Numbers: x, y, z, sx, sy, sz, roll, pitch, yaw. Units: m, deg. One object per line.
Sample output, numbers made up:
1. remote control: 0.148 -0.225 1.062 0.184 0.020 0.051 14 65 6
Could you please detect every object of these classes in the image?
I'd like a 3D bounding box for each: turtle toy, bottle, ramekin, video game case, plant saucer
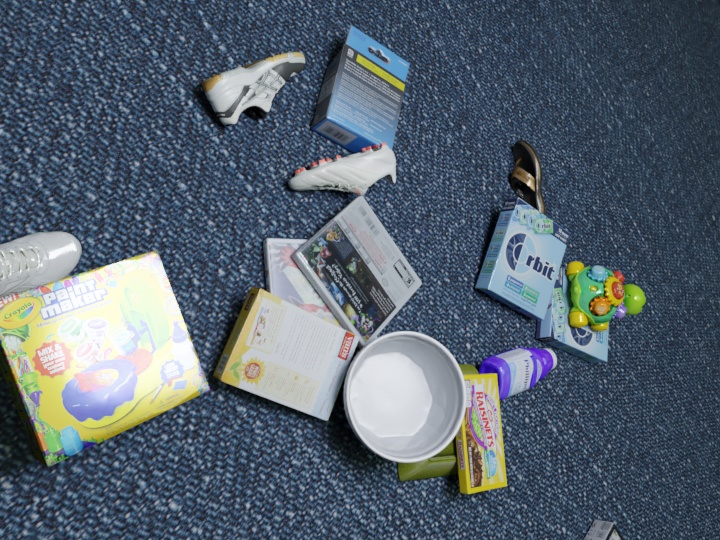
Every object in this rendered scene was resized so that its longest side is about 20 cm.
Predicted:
1. turtle toy: 0.537 0.055 1.296 0.198 0.101 0.148 11 72 -32
2. bottle: 0.320 0.198 1.188 0.198 0.065 0.085 -7 103 -40
3. ramekin: 0.062 0.204 0.966 0.198 0.105 0.203 3 78 -13
4. video game case: 0.000 0.000 1.024 0.182 0.023 0.201 -45 106 -34
5. plant saucer: 0.157 0.271 1.077 0.198 0.048 0.202 6 76 -33
6. video game case: -0.064 0.040 0.996 0.198 0.023 0.185 0 79 -34

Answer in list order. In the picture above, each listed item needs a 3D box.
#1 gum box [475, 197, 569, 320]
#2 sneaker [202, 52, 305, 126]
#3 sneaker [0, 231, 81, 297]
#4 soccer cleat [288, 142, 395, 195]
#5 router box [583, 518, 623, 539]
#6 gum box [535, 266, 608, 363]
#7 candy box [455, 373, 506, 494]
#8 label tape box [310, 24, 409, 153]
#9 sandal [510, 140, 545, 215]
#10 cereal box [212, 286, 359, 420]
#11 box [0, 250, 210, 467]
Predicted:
1. gum box: 0.343 -0.022 1.239 0.169 0.044 0.202 27 77 -26
2. sneaker: -0.167 -0.302 0.987 0.199 0.075 0.088 -34 115 -32
3. sneaker: -0.430 0.002 0.710 0.199 0.099 0.079 -29 96 -35
4. soccer cleat: -0.026 -0.161 1.022 0.198 0.069 0.078 -19 100 -18
5. router box: 0.489 0.643 1.212 0.200 0.051 0.150 -38 103 -34
6. gum box: 0.483 0.099 1.338 0.198 0.044 0.172 23 67 -27
7. candy box: 0.213 0.288 1.066 0.101 0.026 0.203 5 77 -36
8. label tape box: 0.003 -0.324 1.100 0.143 0.063 0.202 23 67 -28
9. sandal: 0.364 -0.191 1.319 0.054 0.082 0.203 -6 89 -12
10. cereal box: -0.108 0.131 0.911 0.199 0.039 0.145 30 76 -32
11. box: -0.329 0.104 0.741 0.199 0.122 0.195 -23 92 -36
